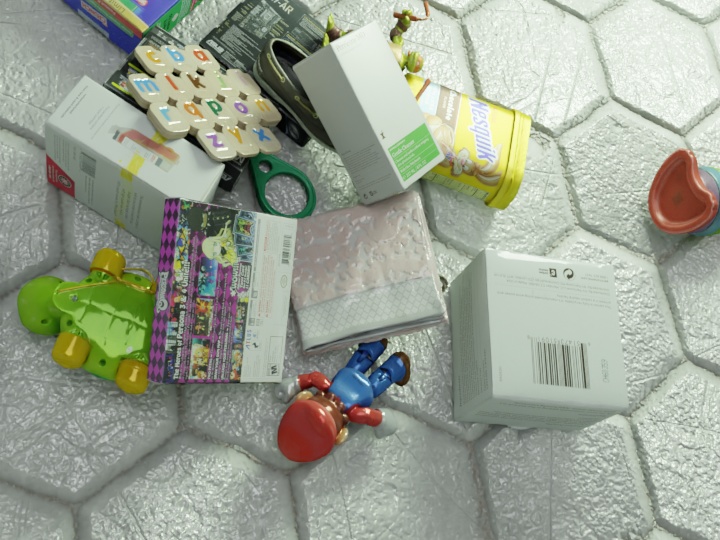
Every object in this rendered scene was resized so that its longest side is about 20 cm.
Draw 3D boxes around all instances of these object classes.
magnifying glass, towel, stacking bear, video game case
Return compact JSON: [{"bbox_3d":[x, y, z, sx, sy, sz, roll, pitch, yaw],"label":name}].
[{"bbox_3d":[-0.136,-0.146,1.211,0.079,0.022,0.201,-36,86,-28],"label":"magnifying glass"},{"bbox_3d":[0.000,0.000,1.140,0.195,0.032,0.195,-13,63,-1],"label":"towel"},{"bbox_3d":[0.557,-0.110,1.384,0.196,0.114,0.124,0,60,-30],"label":"stacking bear"},{"bbox_3d":[-0.156,0.029,1.027,0.179,0.035,0.205,6,88,-48],"label":"video game case"}]

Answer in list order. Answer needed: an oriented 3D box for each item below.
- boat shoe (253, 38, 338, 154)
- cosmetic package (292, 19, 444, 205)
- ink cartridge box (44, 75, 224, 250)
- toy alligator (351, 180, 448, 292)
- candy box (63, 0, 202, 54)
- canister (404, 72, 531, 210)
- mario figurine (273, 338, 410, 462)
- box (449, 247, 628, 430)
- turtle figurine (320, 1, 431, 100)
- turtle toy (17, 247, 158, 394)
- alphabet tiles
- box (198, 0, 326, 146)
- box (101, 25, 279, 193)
[{"bbox_3d":[-0.058,-0.232,1.197,0.201,0.060,0.072,40,61,-4],"label":"boat shoe"},{"bbox_3d":[0.012,-0.203,1.146,0.107,0.084,0.203,-40,106,-40],"label":"cosmetic package"},{"bbox_3d":[-0.277,-0.118,1.080,0.198,0.145,0.084,32,60,-4],"label":"ink cartridge box"},{"bbox_3d":[0.059,-0.054,1.223,0.201,0.059,0.054,51,22,6],"label":"toy alligator"},{"bbox_3d":[-0.306,-0.419,1.229,0.168,0.077,0.201,38,63,-1],"label":"candy box"},{"bbox_3d":[0.137,-0.189,1.284,0.196,0.087,0.151,18,63,-9],"label":"canister"},{"bbox_3d":[-0.029,0.167,1.102,0.199,0.122,0.108,-37,125,-35],"label":"mario figurine"},{"bbox_3d":[0.230,0.095,1.175,0.194,0.131,0.204,7,66,-16],"label":"box"},{"bbox_3d":[0.026,-0.313,1.253,0.158,0.065,0.204,13,63,-3],"label":"turtle figurine"},{"bbox_3d":[-0.300,0.059,1.024,0.196,0.101,0.148,23,63,-8],"label":"turtle toy"},{"bbox_3d":[-0.191,-0.210,1.104,0.198,0.015,0.197,-18,64,-49],"label":"alphabet tiles"},{"bbox_3d":[-0.110,-0.299,1.266,0.199,0.044,0.161,38,62,-1],"label":"box"},{"bbox_3d":[-0.218,-0.212,1.145,0.198,0.044,0.162,31,43,-11],"label":"box"}]
